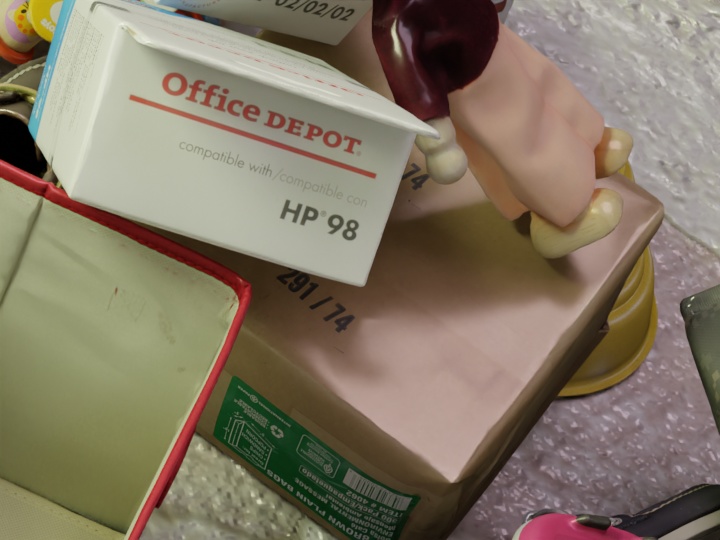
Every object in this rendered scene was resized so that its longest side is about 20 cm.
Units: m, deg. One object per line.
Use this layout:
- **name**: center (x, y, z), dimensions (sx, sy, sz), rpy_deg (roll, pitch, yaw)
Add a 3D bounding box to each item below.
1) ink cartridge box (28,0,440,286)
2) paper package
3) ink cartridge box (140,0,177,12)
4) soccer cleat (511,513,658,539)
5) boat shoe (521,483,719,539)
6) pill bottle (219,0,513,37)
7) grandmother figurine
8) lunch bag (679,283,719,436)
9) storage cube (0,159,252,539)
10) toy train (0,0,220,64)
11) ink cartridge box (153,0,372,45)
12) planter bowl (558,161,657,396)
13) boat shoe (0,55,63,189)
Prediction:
- **ink cartridge box**: center (-0.053, -0.051, 0.892), dimensions (0.115, 0.067, 0.200), rpy_deg (17, 8, -16)
- **paper package**: center (0.000, 0.000, 1.055), dimensions (0.200, 0.104, 0.191), rpy_deg (35, 59, 10)
- **ink cartridge box**: center (-0.124, -0.218, 1.169), dimensions (0.161, 0.050, 0.200), rpy_deg (51, 10, -15)
- **soccer cleat**: center (0.129, 0.172, 0.973), dimensions (0.200, 0.086, 0.070), rpy_deg (32, 45, -14)
- **boat shoe**: center (0.090, 0.123, 1.032), dimensions (0.200, 0.073, 0.063), rpy_deg (-20, 60, -38)
- **pill bottle**: center (0.013, -0.146, 1.245), dimensions (0.112, 0.112, 0.200), rpy_deg (35, 21, 11)
- **grandmother figurine**: center (0.037, -0.086, 0.952), dimensions (0.200, 0.060, 0.122), rpy_deg (46, 33, -35)
- **lunch bag**: center (0.240, 0.105, 1.069), dimensions (0.200, 0.117, 0.164), rpy_deg (54, 15, -46)
- **storage cube**: center (-0.162, 0.079, 0.844), dimensions (0.171, 0.180, 0.200), rpy_deg (25, 37, -2)
- **toy train**: center (-0.129, -0.125, 1.137), dimensions (0.200, 0.056, 0.150), rpy_deg (34, 22, -52)
- **ink cartridge box**: center (-0.052, -0.167, 1.020), dimensions (0.115, 0.068, 0.200), rpy_deg (7, 46, -48)
- **planter bowl**: center (0.075, -0.037, 1.199), dimensions (0.200, 0.084, 0.201), rpy_deg (16, 39, -13)
- **boat shoe**: center (-0.163, -0.047, 1.087), dimensions (0.072, 0.060, 0.200), rpy_deg (28, 37, 2)
